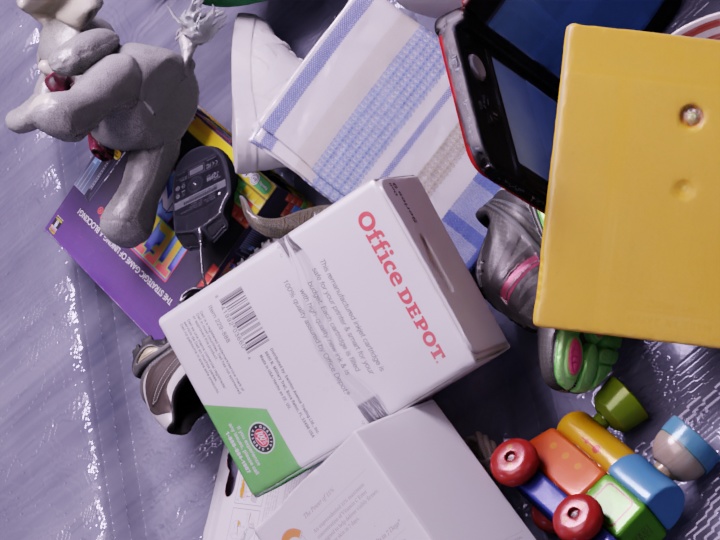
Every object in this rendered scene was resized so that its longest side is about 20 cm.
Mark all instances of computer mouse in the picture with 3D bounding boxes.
[{"bbox_3d":[-0.115,-0.013,1.525,0.058,0.034,0.201,-21,53,24],"label":"computer mouse"}]

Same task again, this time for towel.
[{"bbox_3d":[0.034,-0.098,1.465,0.200,0.024,0.147,37,99,-1],"label":"towel"}]

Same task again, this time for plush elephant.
[{"bbox_3d":[-0.217,-0.150,1.587,0.154,0.165,0.201,15,65,36],"label":"plush elephant"}]

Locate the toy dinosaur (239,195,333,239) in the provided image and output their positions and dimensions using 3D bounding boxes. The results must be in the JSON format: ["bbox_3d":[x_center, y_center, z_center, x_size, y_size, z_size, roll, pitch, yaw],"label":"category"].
[{"bbox_3d":[0.000,0.000,1.454,0.200,0.077,0.102,45,107,13],"label":"toy dinosaur"}]

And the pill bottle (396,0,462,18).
[{"bbox_3d":[0.072,-0.297,1.467,0.113,0.114,0.201,-10,69,34],"label":"pill bottle"}]

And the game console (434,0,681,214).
[{"bbox_3d":[0.153,-0.132,1.344,0.118,0.200,0.173,-27,60,26],"label":"game console"}]

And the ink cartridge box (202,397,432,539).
[{"bbox_3d":[-0.035,0.153,1.496,0.200,0.050,0.163,-3,72,54],"label":"ink cartridge box"}]

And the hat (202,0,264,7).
[{"bbox_3d":[-0.127,-0.227,1.588,0.176,0.166,0.200,-51,34,-10],"label":"hat"}]

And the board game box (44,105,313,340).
[{"bbox_3d":[-0.155,-0.044,1.637,0.200,0.057,0.166,40,98,39],"label":"board game box"}]

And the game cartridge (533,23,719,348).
[{"bbox_3d":[0.210,-0.052,1.292,0.175,0.032,0.201,7,92,2],"label":"game cartridge"}]

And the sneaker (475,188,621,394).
[{"bbox_3d":[0.127,0.014,1.386,0.084,0.077,0.201,-32,40,21],"label":"sneaker"}]

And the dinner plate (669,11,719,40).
[{"bbox_3d":[0.263,-0.076,1.328,0.199,0.024,0.202,-1,88,21],"label":"dinner plate"}]

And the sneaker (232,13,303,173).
[{"bbox_3d":[-0.047,-0.143,1.583,0.115,0.074,0.201,-3,37,-4],"label":"sneaker"}]

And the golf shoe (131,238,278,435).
[{"bbox_3d":[-0.085,0.054,1.521,0.200,0.078,0.095,-40,39,15],"label":"golf shoe"}]

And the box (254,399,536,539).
[{"bbox_3d":[0.044,0.209,1.312,0.124,0.097,0.200,-46,72,34],"label":"box"}]

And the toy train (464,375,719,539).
[{"bbox_3d":[0.146,0.117,1.347,0.116,0.085,0.200,-45,44,-5],"label":"toy train"}]

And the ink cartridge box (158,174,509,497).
[{"bbox_3d":[-0.017,0.044,1.378,0.199,0.084,0.147,-31,83,22],"label":"ink cartridge box"}]
